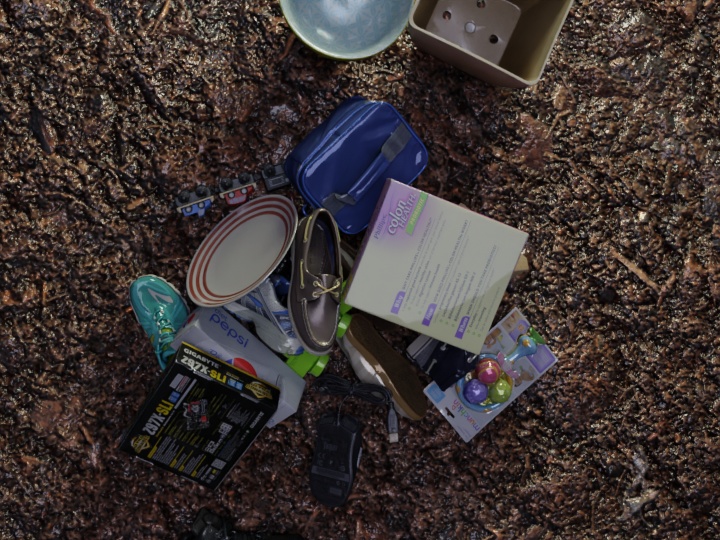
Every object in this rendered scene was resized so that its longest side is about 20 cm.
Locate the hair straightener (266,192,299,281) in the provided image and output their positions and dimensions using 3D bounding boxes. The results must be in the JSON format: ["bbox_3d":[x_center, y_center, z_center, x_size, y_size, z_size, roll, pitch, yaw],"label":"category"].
[{"bbox_3d":[-0.117,-0.013,1.233,0.077,0.041,0.201,-16,99,-21],"label":"hair straightener"}]

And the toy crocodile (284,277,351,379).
[{"bbox_3d":[-0.064,0.093,1.209,0.067,0.062,0.200,29,117,-4],"label":"toy crocodile"}]

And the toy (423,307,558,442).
[{"bbox_3d":[0.211,0.167,1.271,0.200,0.047,0.115,-42,100,-8],"label":"toy"}]

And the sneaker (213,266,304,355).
[{"bbox_3d":[-0.137,0.037,1.177,0.200,0.077,0.085,35,106,28],"label":"sneaker"}]

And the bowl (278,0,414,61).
[{"bbox_3d":[-0.026,-0.402,1.205,0.199,0.108,0.201,0,91,-7],"label":"bowl"}]

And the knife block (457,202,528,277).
[{"bbox_3d":[0.132,-0.004,1.228,0.200,0.064,0.176,39,68,-7],"label":"knife block"}]

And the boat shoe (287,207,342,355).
[{"bbox_3d":[-0.057,0.013,1.105,0.072,0.060,0.201,7,66,-24],"label":"boat shoe"}]

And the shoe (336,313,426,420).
[{"bbox_3d":[0.030,0.152,1.252,0.053,0.070,0.200,-29,103,37],"label":"shoe"}]

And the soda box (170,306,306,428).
[{"bbox_3d":[-0.175,0.137,1.183,0.063,0.068,0.200,-35,110,30],"label":"soda box"}]

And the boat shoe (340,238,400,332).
[{"bbox_3d":[-0.004,0.002,1.236,0.202,0.075,0.075,47,51,-13],"label":"boat shoe"}]

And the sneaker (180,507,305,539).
[{"bbox_3d":[-0.183,0.407,1.211,0.198,0.076,0.115,-11,99,-2],"label":"sneaker"}]

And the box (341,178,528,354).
[{"bbox_3d":[0.098,-0.008,1.111,0.199,0.097,0.177,21,96,-5],"label":"box"}]

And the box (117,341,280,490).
[{"bbox_3d":[-0.230,0.213,1.157,0.159,0.049,0.200,29,119,-15],"label":"box"}]

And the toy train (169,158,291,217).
[{"bbox_3d":[-0.189,-0.121,1.227,0.199,0.034,0.046,-18,104,-7],"label":"toy train"}]

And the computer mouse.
[{"bbox_3d":[-0.005,0.259,1.229,0.140,0.046,0.201,2,90,22],"label":"computer mouse"}]

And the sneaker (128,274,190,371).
[{"bbox_3d":[-0.277,0.097,1.193,0.077,0.080,0.201,-26,93,-6],"label":"sneaker"}]

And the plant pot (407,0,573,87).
[{"bbox_3d":[0.181,-0.384,1.197,0.199,0.177,0.201,25,87,-6],"label":"plant pot"}]

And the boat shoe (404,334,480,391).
[{"bbox_3d":[0.161,0.094,1.217,0.093,0.075,0.200,49,118,15],"label":"boat shoe"}]

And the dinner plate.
[{"bbox_3d":[-0.167,-0.025,1.163,0.200,0.200,0.024,-45,127,-5],"label":"dinner plate"}]

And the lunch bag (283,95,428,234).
[{"bbox_3d":[-0.012,-0.151,1.183,0.200,0.132,0.136,-47,114,-4],"label":"lunch bag"}]
